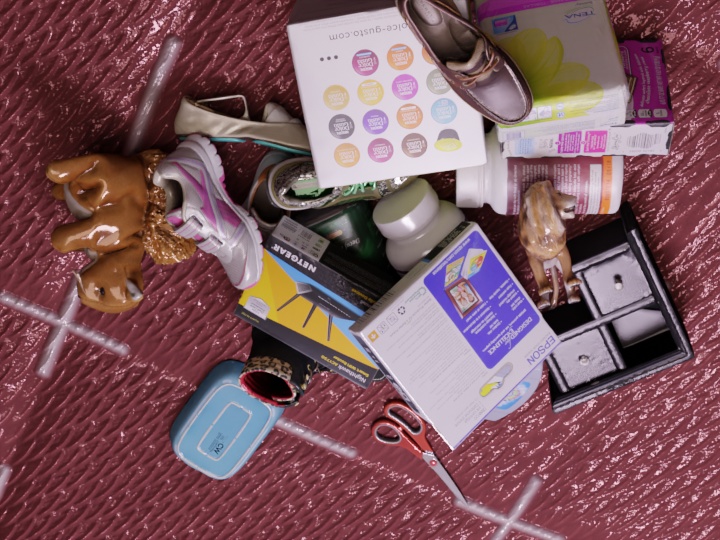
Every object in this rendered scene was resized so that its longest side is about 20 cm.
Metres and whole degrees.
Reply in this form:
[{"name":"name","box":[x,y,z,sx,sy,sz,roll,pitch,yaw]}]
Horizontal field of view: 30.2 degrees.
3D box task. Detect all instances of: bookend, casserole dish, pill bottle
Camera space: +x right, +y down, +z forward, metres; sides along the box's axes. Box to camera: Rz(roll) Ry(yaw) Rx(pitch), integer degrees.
[{"name":"bookend","box":[0.299,0.049,1.721,0.197,0.092,0.201,-23,111,14]},{"name":"casserole dish","box":[-0.188,0.216,1.863,0.121,0.039,0.201,33,114,-11]},{"name":"pill bottle","box":[0.101,-0.016,1.679,0.112,0.113,0.201,-28,120,16]},{"name":"pill bottle","box":[0.216,-0.126,1.631,0.198,0.114,0.115,0,116,3]}]

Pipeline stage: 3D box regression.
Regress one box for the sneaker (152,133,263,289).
[{"name":"sneaker","box":[-0.192,-0.061,1.631,0.201,0.088,0.081,61,146,0]}]

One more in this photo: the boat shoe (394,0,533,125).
[{"name":"boat shoe","box":[0.110,-0.223,1.395,0.072,0.072,0.200,-36,110,16]}]

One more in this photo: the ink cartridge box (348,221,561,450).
[{"name":"ink cartridge box","box":[0.117,0.079,1.614,0.198,0.043,0.200,-42,110,-11]}]

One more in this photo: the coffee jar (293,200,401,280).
[{"name":"coffee jar","box":[0.000,0.000,1.721,0.104,0.086,0.201,-23,112,16]}]

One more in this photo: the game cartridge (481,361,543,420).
[{"name":"game cartridge","box":[0.160,0.142,1.744,0.132,0.041,0.200,7,151,-11]}]

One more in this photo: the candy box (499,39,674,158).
[{"name":"candy box","box":[0.262,-0.204,1.574,0.198,0.137,0.061,-2,144,4]}]

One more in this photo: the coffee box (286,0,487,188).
[{"name":"coffee box","box":[0.037,-0.233,1.543,0.197,0.200,0.200,-7,116,7]}]

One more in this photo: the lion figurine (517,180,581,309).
[{"name":"lion figurine","box":[0.224,-0.026,1.605,0.072,0.200,0.124,-15,76,-3]}]

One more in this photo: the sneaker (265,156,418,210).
[{"name":"sneaker","box":[-0.016,-0.107,1.606,0.198,0.089,0.078,-14,107,0]}]

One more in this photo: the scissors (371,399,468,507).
[{"name":"scissors","box":[0.100,0.258,1.877,0.200,0.014,0.073,39,110,-13]}]

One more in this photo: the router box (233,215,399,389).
[{"name":"router box","box":[-0.044,0.042,1.675,0.199,0.051,0.150,29,129,1]}]

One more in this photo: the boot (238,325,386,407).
[{"name":"boot","box":[-0.060,0.130,1.746,0.202,0.154,0.074,22,123,-5]}]

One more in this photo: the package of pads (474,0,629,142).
[{"name":"package of pads","box":[0.219,-0.244,1.526,0.153,0.202,0.068,-8,144,5]}]

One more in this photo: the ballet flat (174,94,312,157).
[{"name":"ballet flat","box":[-0.134,-0.184,1.659,0.198,0.070,0.070,8,116,1]}]

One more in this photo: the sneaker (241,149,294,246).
[{"name":"sneaker","box":[-0.132,-0.052,1.707,0.072,0.085,0.202,14,117,-5]}]

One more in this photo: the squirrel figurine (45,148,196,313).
[{"name":"squirrel figurine","box":[-0.289,-0.047,1.670,0.198,0.141,0.189,-13,83,-19]}]
